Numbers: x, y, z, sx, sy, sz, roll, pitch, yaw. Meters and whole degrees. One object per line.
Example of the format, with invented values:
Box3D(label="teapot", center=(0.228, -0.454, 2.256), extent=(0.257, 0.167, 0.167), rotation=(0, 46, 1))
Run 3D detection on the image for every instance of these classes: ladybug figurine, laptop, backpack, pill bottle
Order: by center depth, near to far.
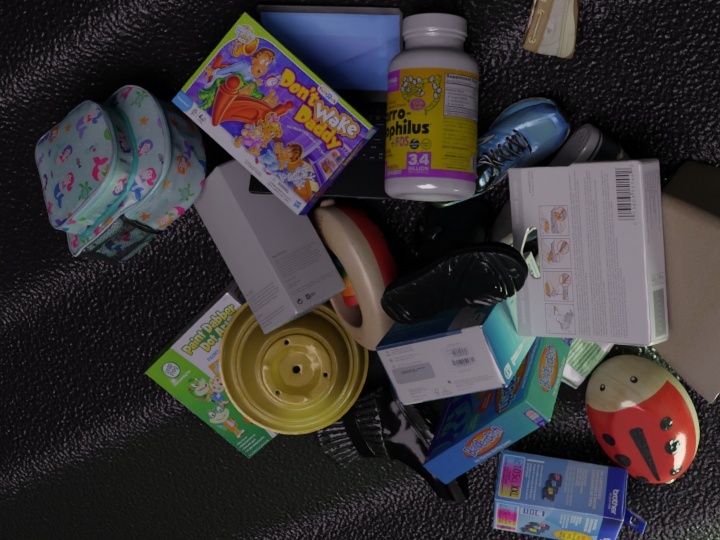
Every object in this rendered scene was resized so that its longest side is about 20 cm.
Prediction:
Box3D(label="pill bottle", center=(0.081, -0.182, 1.451), extent=(0.104, 0.104, 0.201), rotation=(1, 87, 13))
Box3D(label="laptop", center=(-0.041, -0.196, 1.505), extent=(0.176, 0.201, 0.103), rotation=(3, 157, 10))
Box3D(label="backpack", center=(-0.290, -0.125, 1.572), extent=(0.200, 0.178, 0.150), rotation=(-31, 150, 22))
Box3D(label="ladybug figurine", center=(0.000, 0.000, 1.609), extent=(0.072, 0.136, 0.201), rotation=(-27, 111, -22))
Box3D(label="ladybug figurine", center=(0.365, 0.202, 1.666), extent=(0.135, 0.072, 0.200), rotation=(-23, 113, 24))

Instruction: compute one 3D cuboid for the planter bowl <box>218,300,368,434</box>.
Box3D(label="planter bowl", center=(-0.085, 0.122, 1.672), extent=(0.199, 0.083, 0.201), rotation=(0, 96, -5))

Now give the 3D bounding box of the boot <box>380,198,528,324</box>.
Box3D(label="boot", center=(0.124, -0.029, 1.518), extent=(0.200, 0.168, 0.076), rotation=(-21, 120, 39))

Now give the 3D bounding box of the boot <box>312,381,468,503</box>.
Box3D(label="boot", center=(0.042, 0.248, 1.768), extent=(0.157, 0.079, 0.212), rotation=(-27, 100, 19))

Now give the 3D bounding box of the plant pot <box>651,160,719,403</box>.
Box3D(label="plant pot", center=(0.395, -0.009, 1.469), extent=(0.177, 0.200, 0.200), rotation=(34, 123, 10))

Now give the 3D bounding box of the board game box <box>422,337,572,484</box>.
Box3D(label="board game box", center=(0.173, 0.165, 1.625), extent=(0.045, 0.152, 0.200), rotation=(40, 132, -12))

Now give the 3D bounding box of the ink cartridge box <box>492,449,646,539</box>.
Box3D(label="ink cartridge box", center=(0.279, 0.308, 1.718), extent=(0.199, 0.077, 0.137), rotation=(6, 154, 8))

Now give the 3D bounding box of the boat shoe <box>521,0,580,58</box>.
Box3D(label="boat shoe", center=(0.205, -0.323, 1.391), extent=(0.066, 0.074, 0.201), rotation=(2, 121, 6))

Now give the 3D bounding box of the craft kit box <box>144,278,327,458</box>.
Box3D(label="craft kit box", center=(-0.163, 0.138, 1.779), extent=(0.197, 0.049, 0.200), rotation=(42, 121, -9))

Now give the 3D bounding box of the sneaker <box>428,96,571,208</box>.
Box3D(label="sneaker", center=(0.159, -0.126, 1.510), extent=(0.200, 0.090, 0.078), rotation=(-31, 109, 27))

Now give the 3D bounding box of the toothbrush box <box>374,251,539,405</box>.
Box3D(label="toothbrush box", center=(0.129, 0.068, 1.556), extent=(0.146, 0.200, 0.086), rotation=(-14, 108, 32))

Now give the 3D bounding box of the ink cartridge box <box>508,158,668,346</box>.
Box3D(label="ink cartridge box", center=(0.253, -0.022, 1.444), extent=(0.176, 0.045, 0.201), rotation=(2, 99, 44))

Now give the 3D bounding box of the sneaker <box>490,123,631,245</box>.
Box3D(label="sneaker", center=(0.238, -0.081, 1.525), extent=(0.079, 0.079, 0.200), rotation=(28, 131, -19))

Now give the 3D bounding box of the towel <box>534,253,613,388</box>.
Box3D(label="towel", center=(0.267, 0.047, 1.627), extent=(0.152, 0.023, 0.200), rotation=(30, 123, -4))

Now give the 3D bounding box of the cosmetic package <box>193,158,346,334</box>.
Box3D(label="cosmetic package", center=(-0.115, -0.036, 1.577), extent=(0.201, 0.085, 0.108), rotation=(63, 149, 2))

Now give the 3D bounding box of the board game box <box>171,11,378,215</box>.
Box3D(label="board game box", center=(-0.098, -0.179, 1.488), extent=(0.200, 0.045, 0.135), rotation=(42, 98, 6))
